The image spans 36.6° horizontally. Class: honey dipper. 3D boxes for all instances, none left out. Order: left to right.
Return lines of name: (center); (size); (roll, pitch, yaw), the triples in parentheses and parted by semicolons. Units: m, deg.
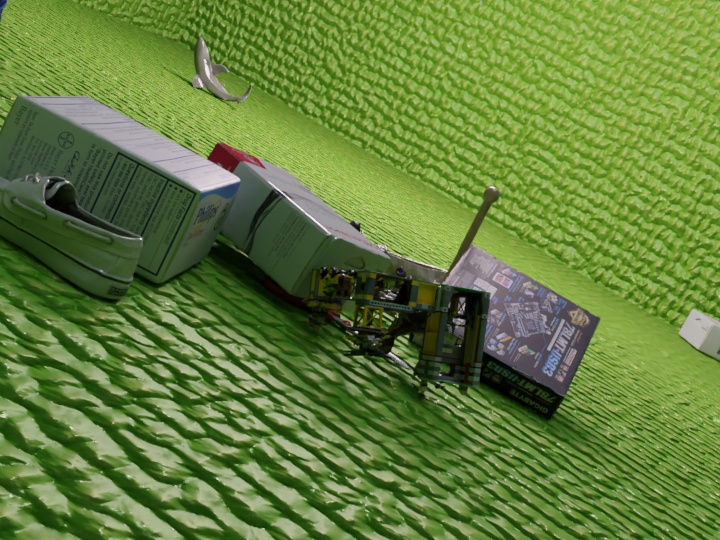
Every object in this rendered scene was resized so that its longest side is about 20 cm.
honey dipper: (0.139, -0.023, 1.491); (0.038, 0.201, 0.038); (26, 11, -6)

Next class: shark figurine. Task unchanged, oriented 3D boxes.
shark figurine: (-0.381, -0.476, 2.791); (0.215, 0.128, 0.089); (48, 41, 12)

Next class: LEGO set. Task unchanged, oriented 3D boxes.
LEGO set: (0.036, 0.068, 1.127); (0.199, 0.116, 0.153); (11, -5, -37)

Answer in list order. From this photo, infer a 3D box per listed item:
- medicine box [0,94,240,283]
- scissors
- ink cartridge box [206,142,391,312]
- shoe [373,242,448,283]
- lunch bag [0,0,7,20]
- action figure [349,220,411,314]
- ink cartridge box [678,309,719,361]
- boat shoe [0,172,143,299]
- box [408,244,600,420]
medicine box: (-0.242, -0.087, 1.092); (0.199, 0.103, 0.182); (28, 10, 1)
scissors: (-0.023, 0.054, 1.219); (0.199, 0.014, 0.073); (29, 9, 11)
ink cartridge box: (-0.082, -0.047, 1.247); (0.200, 0.084, 0.145); (41, 11, 30)
shoe: (0.042, -0.011, 1.594); (0.199, 0.054, 0.070); (25, 11, -18)
lunch bag: (-0.535, -0.294, 1.279); (0.199, 0.133, 0.136); (26, 26, -13)
action figure: (0.000, 0.000, 1.400); (0.130, 0.070, 0.200); (31, 13, -8)
ink cartridge box: (0.975, 0.195, 2.916); (0.199, 0.088, 0.145); (27, 10, -12)
boat shoe: (-0.272, -0.051, 0.938); (0.200, 0.066, 0.072); (32, 11, 20)
box: (0.187, 0.072, 1.372); (0.198, 0.050, 0.200); (31, 37, 8)
